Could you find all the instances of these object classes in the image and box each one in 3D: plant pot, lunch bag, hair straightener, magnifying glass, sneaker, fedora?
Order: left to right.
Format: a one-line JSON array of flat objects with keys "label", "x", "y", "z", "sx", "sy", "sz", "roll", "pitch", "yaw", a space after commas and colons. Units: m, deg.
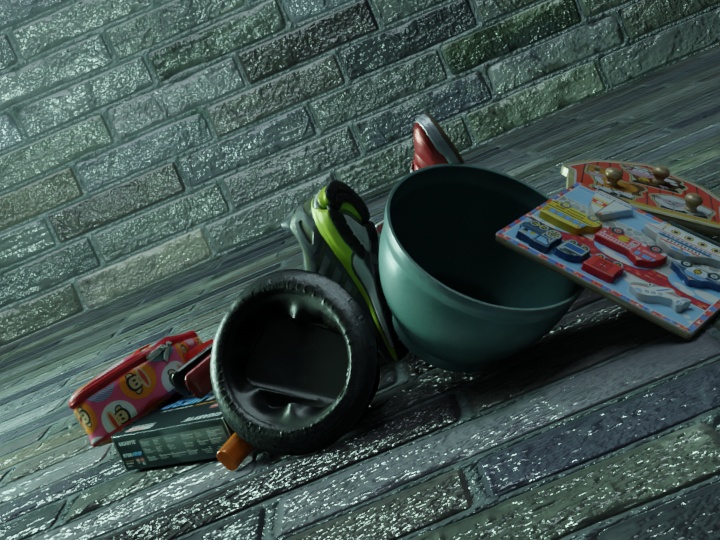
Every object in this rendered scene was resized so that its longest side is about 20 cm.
[{"label": "lunch bag", "x": -0.256, "y": 0.138, "z": 1.456, "sx": 0.176, "sy": 0.082, "sz": 0.200, "roll": -33, "pitch": -2, "yaw": 5}, {"label": "hair straightener", "x": -0.148, "y": 0.074, "z": 1.373, "sx": 0.200, "sy": 0.041, "sz": 0.077, "roll": -47, "pitch": 24, "yaw": -29}, {"label": "magnifying glass", "x": -0.087, "y": 0.138, "z": 1.224, "sx": 0.022, "sy": 0.080, "sz": 0.200, "roll": -38, "pitch": 7, "yaw": 41}, {"label": "fedora", "x": -0.053, "y": 0.096, "z": 1.169, "sx": 0.200, "sy": 0.201, "sz": 0.092, "roll": -18, "pitch": -23, "yaw": 28}, {"label": "sneaker", "x": -0.008, "y": 0.006, "z": 1.188, "sx": 0.081, "sy": 0.200, "sz": 0.074, "roll": -17, "pitch": 17, "yaw": 37}, {"label": "sneaker", "x": 0.061, "y": -0.069, "z": 1.211, "sx": 0.112, "sy": 0.200, "sz": 0.071, "roll": -27, "pitch": 49, "yaw": 0}, {"label": "plant pot", "x": 0.104, "y": 0.013, "z": 1.117, "sx": 0.200, "sy": 0.200, "sz": 0.134, "roll": -31, "pitch": -29, "yaw": -42}]

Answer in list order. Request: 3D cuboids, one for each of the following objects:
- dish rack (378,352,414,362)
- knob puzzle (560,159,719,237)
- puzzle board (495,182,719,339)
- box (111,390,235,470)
[{"label": "dish rack", "x": 0.081, "y": 0.055, "z": 1.320, "sx": 0.153, "sy": 0.055, "sz": 0.200, "roll": -27, "pitch": 11, "yaw": -18}, {"label": "knob puzzle", "x": 0.328, "y": -0.101, "z": 1.327, "sx": 0.219, "sy": 0.030, "sz": 0.220, "roll": 10, "pitch": 22, "yaw": -4}, {"label": "puzzle board", "x": 0.246, "y": -0.019, "z": 1.062, "sx": 0.200, "sy": 0.017, "sz": 0.151, "roll": 30, "pitch": 41, "yaw": 28}, {"label": "box", "x": -0.158, "y": 0.161, "z": 1.311, "sx": 0.200, "sy": 0.046, "sz": 0.159, "roll": -16, "pitch": 11, "yaw": 42}]
